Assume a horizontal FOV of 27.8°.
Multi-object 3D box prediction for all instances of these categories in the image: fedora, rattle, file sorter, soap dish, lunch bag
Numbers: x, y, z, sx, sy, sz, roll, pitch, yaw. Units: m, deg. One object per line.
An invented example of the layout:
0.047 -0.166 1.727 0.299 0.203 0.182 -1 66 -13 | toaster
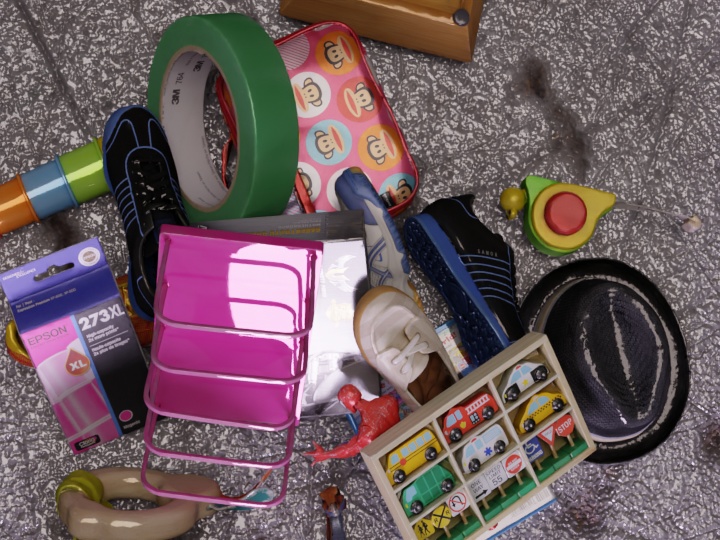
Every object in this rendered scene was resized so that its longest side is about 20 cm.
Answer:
0.238 0.083 1.386 0.198 0.092 0.203 1 82 -6 | fedora
-0.176 0.250 1.323 0.198 0.130 0.145 2 87 -26 | rattle
-0.112 0.085 1.230 0.137 0.202 0.126 6 37 -4 | file sorter
0.032 -0.306 1.425 0.198 0.081 0.159 13 81 -6 | soap dish
-0.053 -0.121 1.394 0.175 0.082 0.202 -24 86 -4 | lunch bag

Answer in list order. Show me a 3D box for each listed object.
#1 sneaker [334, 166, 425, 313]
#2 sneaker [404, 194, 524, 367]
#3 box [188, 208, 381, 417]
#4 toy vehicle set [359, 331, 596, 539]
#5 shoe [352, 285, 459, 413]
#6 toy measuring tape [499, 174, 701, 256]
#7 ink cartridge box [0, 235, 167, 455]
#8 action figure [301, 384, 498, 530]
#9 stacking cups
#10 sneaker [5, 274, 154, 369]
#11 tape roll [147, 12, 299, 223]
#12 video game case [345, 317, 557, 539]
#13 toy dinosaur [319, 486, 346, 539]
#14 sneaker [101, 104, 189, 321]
0.000 0.000 1.340 0.087 0.076 0.201 -20 125 -1 | sneaker
0.123 0.019 1.382 0.077 0.070 0.201 -26 83 -26 | sneaker
-0.065 0.045 1.309 0.156 0.049 0.202 -4 127 2 | box
0.108 0.161 1.304 0.199 0.026 0.125 -33 108 -18 | toy vehicle set
0.056 0.086 1.307 0.070 0.200 0.053 -48 45 -14 | shoe
0.230 -0.041 1.417 0.198 0.074 0.074 13 81 -4 | toy measuring tape
-0.245 0.070 1.302 0.094 0.037 0.201 -21 127 -9 | ink cartridge box
0.029 0.185 1.344 0.201 0.098 0.065 53 47 -17 | action figure
-0.294 -0.077 1.374 0.198 0.061 0.061 -23 85 -4 | stacking cups
-0.230 0.044 1.349 0.198 0.077 0.074 -24 83 -11 | sneaker
-0.128 -0.131 1.323 0.048 0.200 0.203 -11 82 -33 | tape roll
0.080 0.166 1.396 0.142 0.018 0.201 -28 86 -9 | video game case
-0.026 0.300 1.333 0.199 0.105 0.183 -32 60 9 | toy dinosaur
-0.184 -0.056 1.310 0.069 0.078 0.202 -9 87 -27 | sneaker
